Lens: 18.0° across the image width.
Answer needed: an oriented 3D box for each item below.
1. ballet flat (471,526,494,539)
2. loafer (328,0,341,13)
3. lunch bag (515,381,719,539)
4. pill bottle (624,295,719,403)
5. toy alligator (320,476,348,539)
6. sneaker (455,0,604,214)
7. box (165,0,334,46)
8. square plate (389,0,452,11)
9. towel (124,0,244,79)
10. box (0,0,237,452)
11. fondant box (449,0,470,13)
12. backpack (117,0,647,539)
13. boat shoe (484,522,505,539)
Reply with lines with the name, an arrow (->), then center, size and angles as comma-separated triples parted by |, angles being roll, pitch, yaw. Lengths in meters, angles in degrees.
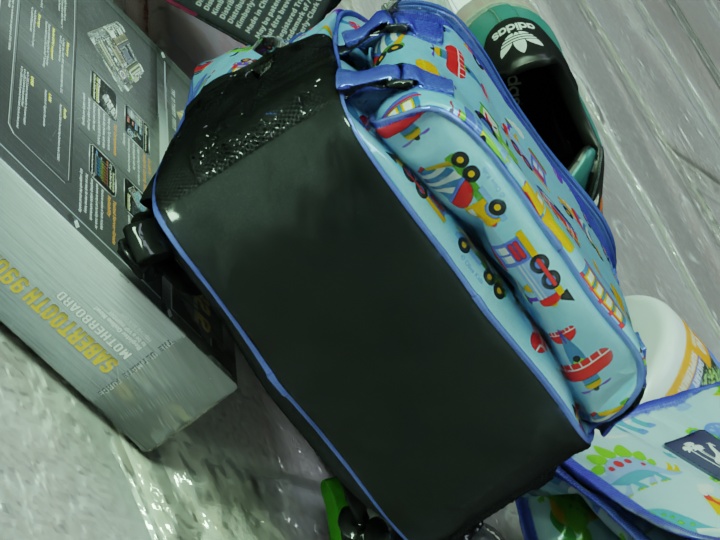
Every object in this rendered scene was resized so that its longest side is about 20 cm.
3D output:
ballet flat -> 0.052, 0.141, 0.884 | 0.056, 0.067, 0.200 | 4, 29, -31
loafer -> -0.055, -0.180, 1.196 | 0.072, 0.073, 0.200 | 21, 5, -26
lunch bag -> 0.174, 0.149, 1.071 | 0.169, 0.127, 0.201 | -11, 63, -47
pill bottle -> 0.181, 0.117, 1.233 | 0.200, 0.112, 0.112 | 45, 20, -25
toy alligator -> 0.017, 0.165, 0.826 | 0.054, 0.059, 0.201 | 97, -22, -48
sneaker -> 0.088, -0.035, 1.143 | 0.080, 0.071, 0.201 | -112, -175, -64
box -> -0.091, -0.188, 0.977 | 0.199, 0.106, 0.122 | 28, 14, -11
square plate -> 0.042, -0.035, 1.141 | 0.199, 0.028, 0.201 | 86, -10, -51
towel -> -0.047, -0.072, 1.123 | 0.200, 0.032, 0.192 | 44, 20, -32
box -> -0.117, -0.049, 0.871 | 0.158, 0.048, 0.201 | 46, 20, -30
fondant box -> 0.080, -0.071, 1.320 | 0.145, 0.058, 0.200 | 61, 1, 18
backpack -> 0.012, -0.017, 0.860 | 0.183, 0.134, 0.200 | 53, 14, -18
boat shoe -> 0.072, 0.173, 0.926 | 0.072, 0.066, 0.201 | 44, 21, -29
